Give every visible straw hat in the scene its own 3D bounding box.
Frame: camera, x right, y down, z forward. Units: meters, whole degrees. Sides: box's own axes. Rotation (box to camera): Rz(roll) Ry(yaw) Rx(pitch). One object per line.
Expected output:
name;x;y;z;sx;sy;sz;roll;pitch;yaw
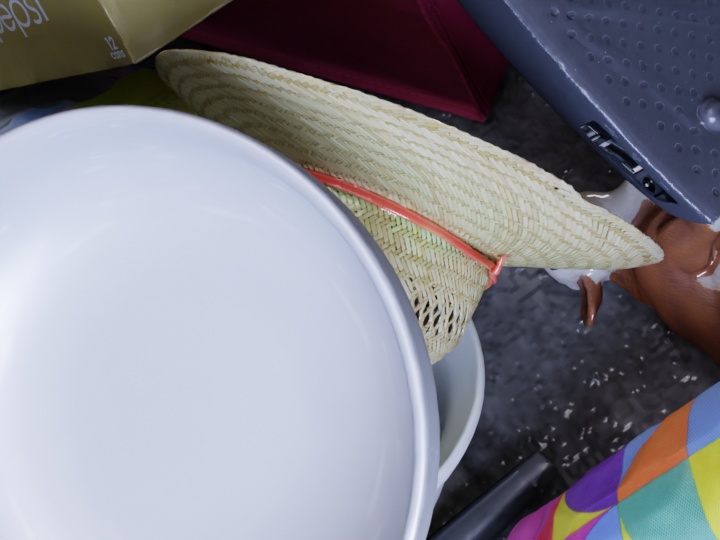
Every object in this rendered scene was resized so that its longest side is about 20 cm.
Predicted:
straw hat;0.000;0.000;0.702;0.200;0.201;0.085;18;84;23

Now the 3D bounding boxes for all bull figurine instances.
bull figurine;0.148;0.003;0.753;0.200;0.122;0.065;35;61;19

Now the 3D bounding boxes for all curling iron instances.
curling iron;-0.002;0.139;0.777;0.200;0.050;0.026;-38;75;-4

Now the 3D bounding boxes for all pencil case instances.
pencil case;0.137;0.081;0.689;0.200;0.088;0.089;-38;57;39

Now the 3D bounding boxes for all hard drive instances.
hard drive;0.084;-0.123;0.692;0.135;0.042;0.200;-42;95;-26

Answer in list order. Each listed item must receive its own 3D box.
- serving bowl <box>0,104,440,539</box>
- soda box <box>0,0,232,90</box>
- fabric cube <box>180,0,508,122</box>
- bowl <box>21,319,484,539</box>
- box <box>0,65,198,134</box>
serving bowl;-0.063;0.050;0.638;0.199;0.066;0.201;0;91;21
soda box;-0.115;-0.112;0.761;0.068;0.064;0.200;-37;19;-25
fabric cube;-0.018;-0.211;0.834;0.196;0.200;0.200;19;76;22
bowl;-0.052;0.070;0.774;0.200;0.091;0.201;-2;40;2
box;-0.148;-0.043;0.831;0.200;0.048;0.122;12;40;41
